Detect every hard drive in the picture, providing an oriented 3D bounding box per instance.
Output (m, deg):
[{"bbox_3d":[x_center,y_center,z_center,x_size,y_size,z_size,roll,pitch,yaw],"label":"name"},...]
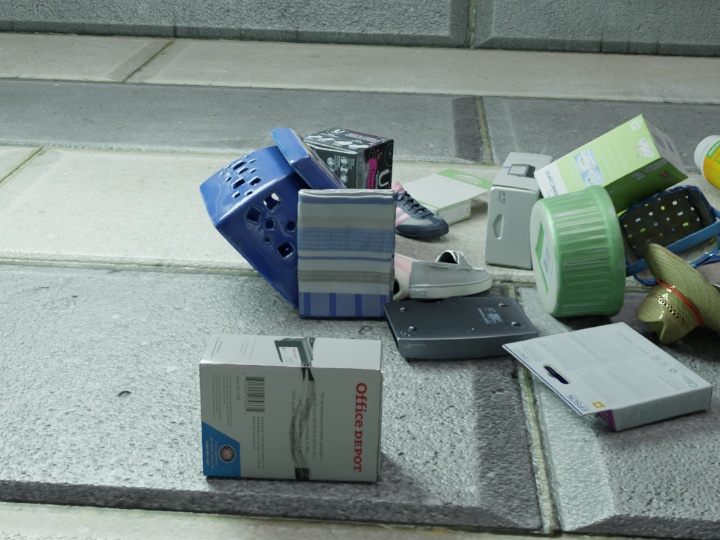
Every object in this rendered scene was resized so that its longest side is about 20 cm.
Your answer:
[{"bbox_3d":[0.139,0.081,1.516,0.200,0.042,0.135,-2,23,-9],"label":"hard drive"}]

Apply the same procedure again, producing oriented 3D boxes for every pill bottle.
[{"bbox_3d":[0.766,-0.211,2.167,0.111,0.111,0.200,-3,23,-11],"label":"pill bottle"}]

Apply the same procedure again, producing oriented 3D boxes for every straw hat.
[{"bbox_3d":[0.446,0.058,1.521,0.085,0.201,0.201,-42,32,-3],"label":"straw hat"}]

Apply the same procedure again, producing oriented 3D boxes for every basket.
[{"bbox_3d":[0.497,-0.057,1.700,0.176,0.139,0.200,-26,4,17],"label":"basket"}]

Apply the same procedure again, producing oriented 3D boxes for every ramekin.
[{"bbox_3d":[0.320,-0.024,1.592,0.098,0.200,0.200,-7,23,-2],"label":"ramekin"}]

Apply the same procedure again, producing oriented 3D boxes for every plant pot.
[{"bbox_3d":[-0.112,-0.094,1.638,0.180,0.200,0.200,-42,28,5],"label":"plant pot"}]

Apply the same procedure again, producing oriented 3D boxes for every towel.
[{"bbox_3d":[-0.020,-0.024,1.555,0.147,0.200,0.024,1,17,-2],"label":"towel"}]

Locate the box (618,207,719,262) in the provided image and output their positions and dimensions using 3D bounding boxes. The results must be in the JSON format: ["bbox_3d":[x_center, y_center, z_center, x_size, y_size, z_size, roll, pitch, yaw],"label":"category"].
[{"bbox_3d":[0.548,-0.067,1.893,0.122,0.048,0.200,-10,24,-24],"label":"box"}]

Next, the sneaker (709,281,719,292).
[{"bbox_3d":[0.595,0.064,1.547,0.106,0.075,0.200,-4,27,-33],"label":"sneaker"}]

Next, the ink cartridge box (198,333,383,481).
[{"bbox_3d":[-0.075,0.154,1.196,0.200,0.145,0.084,2,22,1],"label":"ink cartridge box"}]

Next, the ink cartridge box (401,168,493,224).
[{"bbox_3d":[0.159,-0.141,2.044,0.200,0.048,0.146,-19,30,-41],"label":"ink cartridge box"}]

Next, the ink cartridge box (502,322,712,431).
[{"bbox_3d":[0.318,0.139,1.392,0.200,0.043,0.196,-10,26,-20],"label":"ink cartridge box"}]

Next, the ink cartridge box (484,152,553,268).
[{"bbox_3d":[0.278,-0.107,1.842,0.086,0.148,0.200,7,25,14],"label":"ink cartridge box"}]

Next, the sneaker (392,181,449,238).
[{"bbox_3d":[0.076,-0.116,1.933,0.200,0.082,0.070,19,28,36],"label":"sneaker"}]

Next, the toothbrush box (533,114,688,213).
[{"bbox_3d":[0.411,-0.156,1.739,0.200,0.086,0.146,-30,-24,27],"label":"toothbrush box"}]

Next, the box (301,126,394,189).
[{"bbox_3d":[-0.026,-0.129,1.806,0.132,0.200,0.115,17,28,31],"label":"box"}]

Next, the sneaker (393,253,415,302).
[{"bbox_3d":[0.000,0.000,1.659,0.200,0.075,0.105,16,21,23],"label":"sneaker"}]

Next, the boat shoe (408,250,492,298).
[{"bbox_3d":[0.138,0.003,1.632,0.072,0.069,0.200,1,5,42],"label":"boat shoe"}]
